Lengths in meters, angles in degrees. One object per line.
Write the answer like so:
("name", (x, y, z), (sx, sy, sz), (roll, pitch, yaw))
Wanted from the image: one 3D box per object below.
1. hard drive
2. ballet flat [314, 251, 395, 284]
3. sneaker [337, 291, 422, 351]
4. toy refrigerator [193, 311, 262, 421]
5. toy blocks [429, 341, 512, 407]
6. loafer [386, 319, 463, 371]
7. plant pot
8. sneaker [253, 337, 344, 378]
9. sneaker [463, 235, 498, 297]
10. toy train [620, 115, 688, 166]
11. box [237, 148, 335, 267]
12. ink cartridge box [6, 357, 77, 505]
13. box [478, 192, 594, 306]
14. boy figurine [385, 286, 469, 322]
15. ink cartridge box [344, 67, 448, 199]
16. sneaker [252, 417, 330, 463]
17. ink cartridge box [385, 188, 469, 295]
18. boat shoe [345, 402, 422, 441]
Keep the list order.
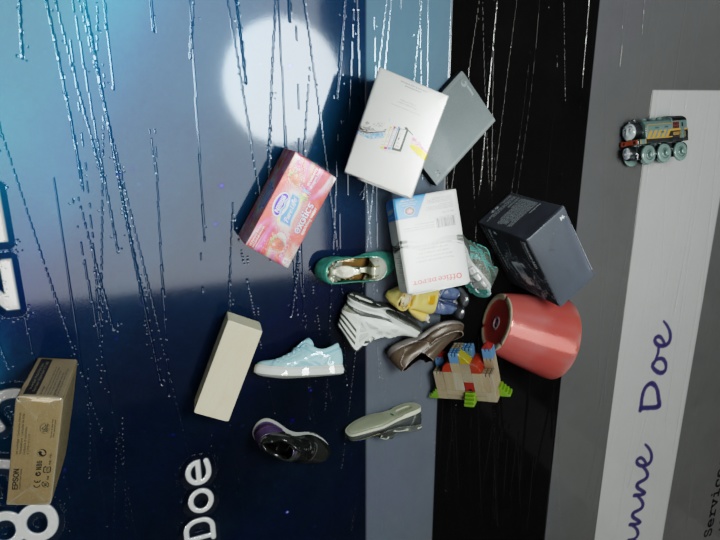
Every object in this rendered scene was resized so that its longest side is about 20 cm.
("hard drive", (0.187, -0.308, 1.238), (0.200, 0.033, 0.140), (-48, 116, -4))
("ballet flat", (0.000, 0.000, 1.226), (0.196, 0.070, 0.069), (-5, 107, -21))
("sneaker", (0.036, 0.134, 1.288), (0.197, 0.076, 0.117), (23, 104, -18))
("toy refrigerator", (-0.274, 0.196, 1.171), (0.075, 0.070, 0.204), (19, 96, -19))
("toy blocks", (0.249, 0.236, 1.353), (0.100, 0.196, 0.139), (-42, 122, -52))
("loafer", (0.161, 0.183, 1.333), (0.197, 0.072, 0.073), (-24, 152, -7))
("plant pot", (0.401, 0.145, 1.378), (0.174, 0.200, 0.205), (14, 99, -14))
("sneaker", (-0.134, 0.190, 1.236), (0.195, 0.074, 0.084), (1, 75, -18))
("sneaker", (0.256, -0.036, 1.332), (0.091, 0.077, 0.201), (-48, 114, -31))
("toy train", (0.745, -0.329, 1.441), (0.196, 0.085, 0.117), (-8, 96, -18))
("box", (-0.147, -0.125, 1.116), (0.102, 0.095, 0.203), (29, 93, -25))
("ink cartridge box", (-0.567, 0.282, 1.018), (0.074, 0.165, 0.205), (7, 101, -21))
("box", (0.400, -0.052, 1.305), (0.117, 0.200, 0.198), (-38, 115, -7))
("boy figurine", (0.153, 0.061, 1.310), (0.196, 0.065, 0.127), (9, 111, -26))
("ink cartridge box", (0.064, -0.261, 1.116), (0.142, 0.147, 0.204), (20, 98, -5))
("sneaker", (-0.148, 0.404, 1.268), (0.197, 0.087, 0.077), (26, 94, -27))
("ink cartridge box", (0.143, -0.061, 1.224), (0.143, 0.084, 0.205), (-9, 93, -11))
("boat shoe", (0.059, 0.376, 1.355), (0.196, 0.072, 0.069), (-11, 105, -21))
